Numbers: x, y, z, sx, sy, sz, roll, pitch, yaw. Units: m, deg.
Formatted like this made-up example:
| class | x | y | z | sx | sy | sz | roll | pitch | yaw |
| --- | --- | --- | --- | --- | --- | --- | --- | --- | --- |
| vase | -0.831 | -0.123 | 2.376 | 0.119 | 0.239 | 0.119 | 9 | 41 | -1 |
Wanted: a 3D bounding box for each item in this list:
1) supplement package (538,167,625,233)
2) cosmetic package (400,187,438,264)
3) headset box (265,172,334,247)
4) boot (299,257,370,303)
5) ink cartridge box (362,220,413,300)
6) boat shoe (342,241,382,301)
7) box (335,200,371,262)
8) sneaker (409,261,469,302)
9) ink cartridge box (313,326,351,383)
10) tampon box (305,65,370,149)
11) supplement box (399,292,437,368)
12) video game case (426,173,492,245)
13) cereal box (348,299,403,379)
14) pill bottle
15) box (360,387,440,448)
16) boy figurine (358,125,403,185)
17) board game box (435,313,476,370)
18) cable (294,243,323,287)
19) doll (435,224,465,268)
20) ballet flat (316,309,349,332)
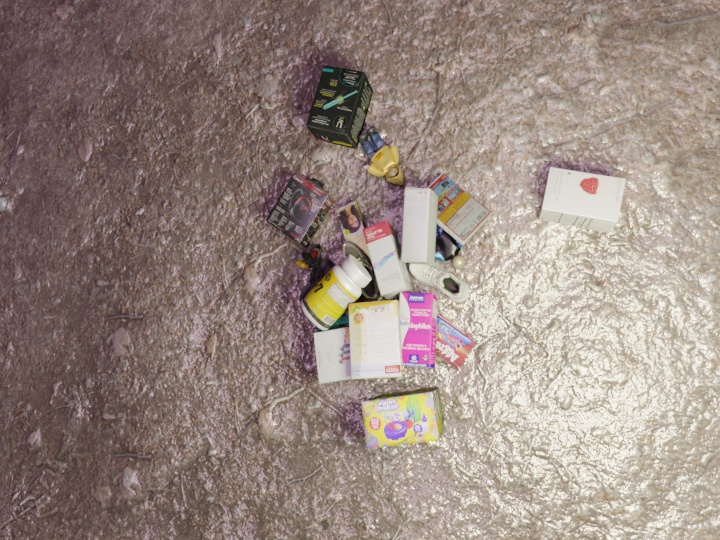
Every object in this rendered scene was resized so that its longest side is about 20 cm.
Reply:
| class | x | y | z | sx | sy | sz | roll | pitch | yaw |
| --- | --- | --- | --- | --- | --- | --- | --- | --- | --- |
| supplement package | 0.603 | -0.193 | 1.459 | 0.194 | 0.120 | 0.125 | 12 | 83 | 16 |
| cosmetic package | 0.168 | -0.121 | 1.503 | 0.079 | 0.112 | 0.207 | 4 | 87 | 21 |
| headset box | -0.186 | -0.201 | 1.699 | 0.147 | 0.075 | 0.203 | 32 | 90 | 17 |
| boot | -0.074 | 0.087 | 1.635 | 0.198 | 0.066 | 0.167 | 38 | 100 | 10 |
| ink cartridge box | 0.083 | -0.025 | 1.561 | 0.081 | 0.146 | 0.206 | -18 | 77 | 11 |
| boat shoe | 0.002 | -0.002 | 1.573 | 0.071 | 0.060 | 0.205 | -32 | 78 | 9 |
| box | -0.012 | -0.105 | 1.650 | 0.073 | 0.050 | 0.205 | -22 | 77 | 11 |
| sneaker | 0.226 | 0.017 | 1.539 | 0.196 | 0.099 | 0.080 | 28 | 89 | 17 |
| ink cartridge box | -0.018 | 0.241 | 1.547 | 0.194 | 0.145 | 0.150 | -10 | 79 | 12 |
| tampon box | -0.063 | -0.516 | 1.688 | 0.146 | 0.126 | 0.206 | 16 | 86 | 17 |
| supplement box | 0.162 | 0.170 | 1.513 | 0.098 | 0.103 | 0.207 | 0 | 79 | 16 |
| video game case | 0.272 | -0.185 | 1.573 | 0.199 | 0.018 | 0.143 | 42 | 69 | 16 |
| cereal box | 0.041 | 0.188 | 1.443 | 0.139 | 0.039 | 0.207 | -4 | 80 | 14 |
| pill bottle | -0.067 | 0.060 | 1.505 | 0.200 | 0.114 | 0.115 | -45 | 73 | 9 |
| box | 0.122 | 0.400 | 1.459 | 0.194 | 0.192 | 0.126 | -11 | 78 | 13 |
| boy figurine | 0.066 | -0.345 | 1.661 | 0.122 | 0.064 | 0.203 | -31 | 72 | 6 |
| board game box | 0.230 | 0.191 | 1.553 | 0.197 | 0.019 | 0.105 | 34 | 92 | 18 |
| cable | -0.136 | -0.014 | 1.625 | 0.096 | 0.051 | 0.201 | -34 | 40 | -4 |
| doll | 0.250 | -0.096 | 1.577 | 0.134 | 0.048 | 0.203 | -32 | 75 | 7 |
| ballet flat | -0.051 | 0.133 | 1.569 | 0.195 | 0.067 | 0.073 | -15 | 91 | 25 |
